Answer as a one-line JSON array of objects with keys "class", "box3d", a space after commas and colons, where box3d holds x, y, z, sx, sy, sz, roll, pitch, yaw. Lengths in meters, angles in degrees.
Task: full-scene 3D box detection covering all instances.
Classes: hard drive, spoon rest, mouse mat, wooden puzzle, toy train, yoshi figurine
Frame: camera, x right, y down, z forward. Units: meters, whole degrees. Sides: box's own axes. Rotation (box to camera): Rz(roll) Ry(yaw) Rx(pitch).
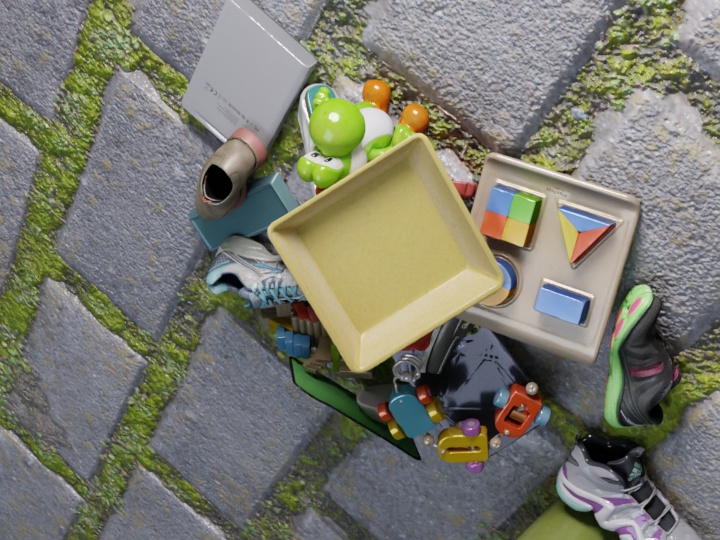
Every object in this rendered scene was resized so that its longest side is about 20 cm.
[{"class": "hard drive", "box3d": [0.135, 0.129, 1.679, 0.134, 0.042, 0.201, -36, 93, 25]}, {"class": "spoon rest", "box3d": [0.091, 0.175, 1.764, 0.197, 0.099, 0.061, 9, 107, 16]}, {"class": "mouse mat", "box3d": [-0.010, 0.181, 1.785, 0.199, 0.161, 0.008, 31, 96, -9]}, {"class": "wooden puzzle", "box3d": [0.196, -0.010, 1.489, 0.183, 0.046, 0.203, 19, 109, 19]}, {"class": "toy train", "box3d": [0.122, 0.162, 1.631, 0.198, 0.056, 0.151, 20, 120, -5]}, {"class": "hard drive", "box3d": [-0.141, -0.232, 1.660, 0.132, 0.027, 0.200, 41, 139, 5]}, {"class": "yoshi figurine", "box3d": [0.001, -0.158, 1.475, 0.111, 0.200, 0.113, -15, 105, 35]}]

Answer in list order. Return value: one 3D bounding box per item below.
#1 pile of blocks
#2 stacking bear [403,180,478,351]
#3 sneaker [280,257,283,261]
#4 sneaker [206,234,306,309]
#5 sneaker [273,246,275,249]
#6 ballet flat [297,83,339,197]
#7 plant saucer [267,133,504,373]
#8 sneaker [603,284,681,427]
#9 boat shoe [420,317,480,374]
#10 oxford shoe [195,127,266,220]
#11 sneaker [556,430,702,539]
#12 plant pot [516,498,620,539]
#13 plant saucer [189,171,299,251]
[{"class": "pile of blocks", "box3d": [-0.063, 0.083, 1.808, 0.198, 0.082, 0.063, 19, 133, 27]}, {"class": "stacking bear", "box3d": [0.056, -0.007, 1.553, 0.113, 0.120, 0.203, -166, 81, -67]}, {"class": "sneaker", "box3d": [0.000, 0.000, 1.610, 0.198, 0.073, 0.085, 28, 143, -7]}, {"class": "sneaker", "box3d": [-0.116, 0.021, 1.788, 0.198, 0.087, 0.078, 11, 138, 25]}, {"class": "sneaker", "box3d": [-0.028, -0.030, 1.695, 0.199, 0.076, 0.088, -12, 118, 46]}, {"class": "ballet flat", "box3d": [-0.036, -0.121, 1.594, 0.069, 0.069, 0.203, -28, 69, 48]}, {"class": "plant saucer", "box3d": [0.027, -0.021, 1.462, 0.201, 0.199, 0.048, 59, 180, -19]}, {"class": "sneaker", "box3d": [0.324, 0.097, 1.525, 0.083, 0.077, 0.202, 8, 132, 13]}, {"class": "boat shoe", "box3d": [0.124, 0.042, 1.597, 0.060, 0.072, 0.204, 20, 113, -2]}, {"class": "oxford shoe", "box3d": [-0.186, -0.111, 1.726, 0.070, 0.075, 0.200, 42, 148, 3]}, {"class": "sneaker", "box3d": [0.336, 0.266, 1.633, 0.198, 0.078, 0.141, 27, 137, 19]}, {"class": "plant pot", "box3d": [0.254, 0.394, 1.718, 0.198, 0.190, 0.202, 21, 133, 24]}, {"class": "plant saucer", "box3d": [-0.158, -0.074, 1.809, 0.199, 0.019, 0.070, -19, 109, 45]}]
